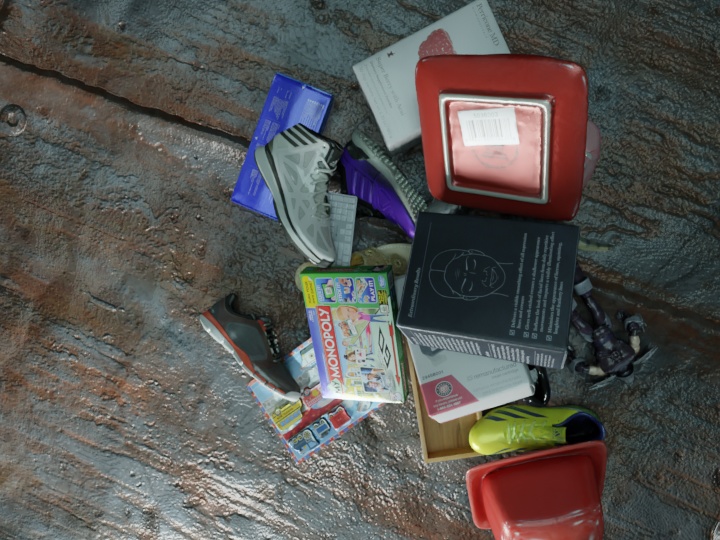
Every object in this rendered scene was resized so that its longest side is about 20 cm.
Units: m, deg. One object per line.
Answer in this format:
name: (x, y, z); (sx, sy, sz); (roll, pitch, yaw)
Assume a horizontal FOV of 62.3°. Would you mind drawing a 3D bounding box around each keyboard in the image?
keyboard: (-0.040, -0.010, 0.871); (0.055, 0.011, 0.205); (12, 102, 26)

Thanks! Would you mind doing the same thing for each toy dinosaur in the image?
toy dinosaur: (0.227, -0.060, 0.794); (0.199, 0.047, 0.089); (42, 114, 16)

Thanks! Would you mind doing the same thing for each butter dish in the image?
butter dish: (0.259, 0.350, 0.819); (0.196, 0.149, 0.202); (-13, 133, 4)
butter dish: (0.185, -0.185, 0.727); (0.197, 0.149, 0.202); (13, 137, 28)

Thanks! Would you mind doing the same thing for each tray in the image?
tray: (0.129, 0.182, 0.907); (0.096, 0.037, 0.205); (-9, 92, 5)

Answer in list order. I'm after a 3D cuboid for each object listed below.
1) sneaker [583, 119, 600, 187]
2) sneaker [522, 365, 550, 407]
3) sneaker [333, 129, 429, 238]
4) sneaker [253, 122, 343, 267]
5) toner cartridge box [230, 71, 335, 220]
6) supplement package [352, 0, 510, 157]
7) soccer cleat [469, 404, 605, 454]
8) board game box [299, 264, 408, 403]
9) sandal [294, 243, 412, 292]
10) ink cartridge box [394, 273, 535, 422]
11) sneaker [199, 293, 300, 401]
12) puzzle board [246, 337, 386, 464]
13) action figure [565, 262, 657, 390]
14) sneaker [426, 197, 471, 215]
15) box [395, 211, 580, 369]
sneaker: (0.286, -0.128, 0.843); (0.075, 0.105, 0.202); (31, 95, 5)
sneaker: (0.225, 0.103, 0.868); (0.075, 0.088, 0.202); (-29, 90, 6)
sneaker: (0.022, -0.103, 0.865); (0.099, 0.069, 0.202); (-44, 60, 19)
sneaker: (-0.062, -0.113, 0.821); (0.114, 0.075, 0.203); (-31, 80, 23)
toner cartridge box: (-0.117, -0.183, 0.902); (0.093, 0.043, 0.203); (22, 95, 2)
supplement package: (0.104, -0.266, 0.841); (0.197, 0.120, 0.123); (-26, 90, 5)
soccer cleat: (0.256, 0.231, 0.861); (0.195, 0.084, 0.066); (-5, 93, -7)
board game box: (-0.007, 0.093, 0.854); (0.132, 0.029, 0.204); (-1, 111, 21)
sandal: (0.001, 0.006, 0.890); (0.207, 0.070, 0.079); (-7, 93, 5)
ink cartridge box: (0.139, 0.088, 0.824); (0.143, 0.085, 0.204); (-20, 65, 12)
sneaker: (-0.154, 0.112, 0.904); (0.200, 0.077, 0.082); (43, 79, 7)
puzzle board: (-0.061, 0.187, 0.932); (0.198, 0.017, 0.152); (-35, 90, 5)
action figure: (0.346, 0.086, 0.871); (0.129, 0.069, 0.202); (-35, 94, -2)
sneaker: (0.152, -0.142, 0.880); (0.082, 0.075, 0.200); (44, 90, 17)
box: (0.159, 0.024, 0.733); (0.196, 0.107, 0.151); (8, 74, 18)
